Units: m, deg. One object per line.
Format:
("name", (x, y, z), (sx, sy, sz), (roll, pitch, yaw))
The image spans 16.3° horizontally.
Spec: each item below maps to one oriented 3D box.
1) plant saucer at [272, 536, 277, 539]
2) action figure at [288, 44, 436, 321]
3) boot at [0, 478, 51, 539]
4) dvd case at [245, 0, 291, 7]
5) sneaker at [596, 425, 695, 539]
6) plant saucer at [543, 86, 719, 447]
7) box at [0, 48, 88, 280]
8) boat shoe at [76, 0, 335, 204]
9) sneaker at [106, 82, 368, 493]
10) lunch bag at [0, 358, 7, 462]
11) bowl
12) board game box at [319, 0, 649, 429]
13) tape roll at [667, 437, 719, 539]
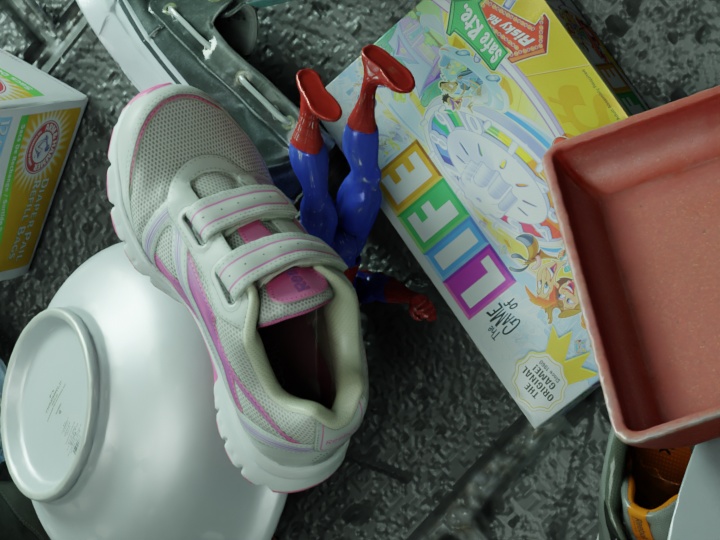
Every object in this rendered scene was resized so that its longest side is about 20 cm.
("plant saucer", (-0.091, 0.233, 1.351), (0.200, 0.037, 0.200), (44, 113, 16))
("action figure", (0.000, 0.000, 1.222), (0.099, 0.065, 0.201), (53, 151, 31))
("boot", (-0.225, 0.177, 1.285), (0.072, 0.199, 0.184), (-4, 84, 34))
("dvd case", (-0.001, -0.241, 1.234), (0.145, 0.022, 0.202), (-10, 83, 28))
("sneaker", (0.139, 0.128, 1.190), (0.073, 0.079, 0.202), (7, 114, 19))
("plant saucer", (0.191, -0.013, 1.085), (0.198, 0.201, 0.037), (-19, 128, 8))
("box", (-0.264, -0.083, 1.358), (0.199, 0.101, 0.113), (29, 109, 20))
("boat shoe", (-0.079, -0.110, 1.280), (0.071, 0.072, 0.200), (-41, 67, 6))
("sneaker", (-0.046, 0.000, 1.164), (0.201, 0.081, 0.088), (62, 152, 1))
("lunch bag", (-0.299, 0.083, 1.354), (0.199, 0.128, 0.170), (29, 131, -19))
("bowl", (-0.120, 0.070, 1.264), (0.201, 0.090, 0.203), (-14, 72, 54))
("board game box", (0.082, -0.044, 1.230), (0.134, 0.034, 0.201), (-40, 79, 25))
("tape roll", (0.190, 0.149, 1.109), (0.066, 0.200, 0.202), (6, 99, 24))
